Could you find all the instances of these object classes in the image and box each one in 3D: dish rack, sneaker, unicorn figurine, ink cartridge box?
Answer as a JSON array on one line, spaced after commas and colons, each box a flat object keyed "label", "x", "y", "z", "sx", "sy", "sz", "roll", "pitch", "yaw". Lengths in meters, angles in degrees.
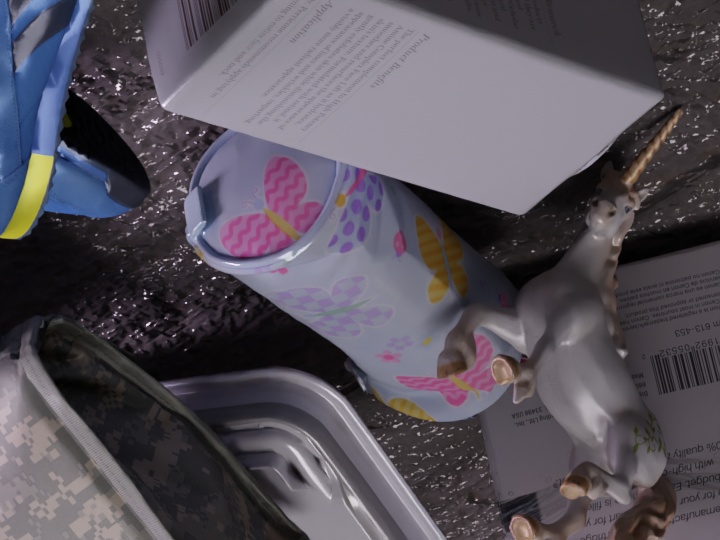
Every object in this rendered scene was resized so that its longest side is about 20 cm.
[{"label": "dish rack", "x": -0.066, "y": 0.127, "z": 1.423, "sx": 0.199, "sy": 0.044, "sz": 0.172, "roll": -9, "pitch": 129, "yaw": 34}, {"label": "sneaker", "x": -0.181, "y": -0.056, "z": 1.167, "sx": 0.200, "sy": 0.066, "sz": 0.079, "roll": 23, "pitch": 111, "yaw": -36}, {"label": "unicorn figurine", "x": 0.102, "y": 0.041, "z": 1.322, "sx": 0.074, "sy": 0.201, "sz": 0.137, "roll": 1, "pitch": -160, "yaw": 37}, {"label": "sneaker", "x": -0.149, "y": -0.097, "z": 1.064, "sx": 0.078, "sy": 0.066, "sz": 0.201, "roll": -5, "pitch": 119, "yaw": -38}, {"label": "ink cartridge box", "x": 0.141, "y": 0.104, "z": 1.406, "sx": 0.144, "sy": 0.201, "sz": 0.084, "roll": -14, "pitch": 157, "yaw": 5}]

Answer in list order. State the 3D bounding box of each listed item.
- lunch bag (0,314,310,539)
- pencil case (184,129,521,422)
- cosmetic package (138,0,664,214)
[{"label": "lunch bag", "x": -0.148, "y": 0.121, "z": 1.314, "sx": 0.164, "sy": 0.118, "sz": 0.200, "roll": -32, "pitch": 115, "yaw": 21}, {"label": "pencil case", "x": 0.000, "y": 0.000, "z": 1.322, "sx": 0.090, "sy": 0.083, "sz": 0.200, "roll": -10, "pitch": 151, "yaw": 26}, {"label": "cosmetic package", "x": 0.018, "y": -0.097, "z": 1.186, "sx": 0.199, "sy": 0.074, "sz": 0.102, "roll": 15, "pitch": 140, "yaw": -38}]
